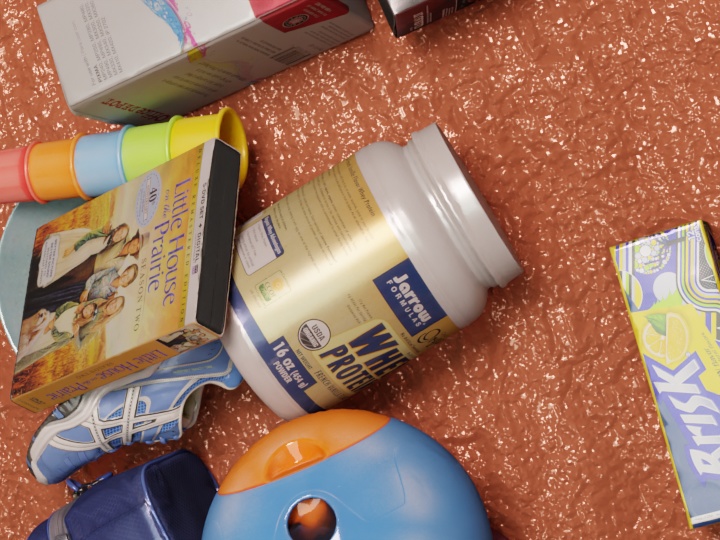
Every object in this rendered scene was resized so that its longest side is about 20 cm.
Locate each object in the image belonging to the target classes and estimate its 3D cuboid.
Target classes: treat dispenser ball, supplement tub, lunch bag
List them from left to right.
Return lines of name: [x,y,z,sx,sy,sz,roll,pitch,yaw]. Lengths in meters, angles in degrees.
lunch bag: [-0.156,0.234,1.271,0.132,0.136,0.201,-33,82,14]
treat dispenser ball: [-0.009,0.195,1.170,0.199,0.201,0.203,0,91,16]
supplement tub: [0.000,0.000,1.214,0.199,0.144,0.145,-32,82,7]

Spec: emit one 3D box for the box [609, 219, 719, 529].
box: [0.234,0.070,1.196,0.070,0.064,0.202,-17,87,16]

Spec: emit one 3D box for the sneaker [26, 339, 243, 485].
sneaker: [-0.167,0.102,1.264,0.200,0.076,0.077,-41,91,23]

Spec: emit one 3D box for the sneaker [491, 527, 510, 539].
sneaker: [0.130,0.251,1.229,0.200,0.090,0.075,46,112,37]

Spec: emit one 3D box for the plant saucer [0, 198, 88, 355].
plant saucer: [-0.182,0.007,1.327,0.199,0.039,0.203,0,90,17]

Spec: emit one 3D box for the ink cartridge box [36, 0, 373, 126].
ink cartridge box: [-0.110,-0.182,1.248,0.199,0.146,0.083,-22,83,15]

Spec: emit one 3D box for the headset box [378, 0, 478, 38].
headset box: [0.065,-0.266,1.212,0.199,0.075,0.150,-24,84,0]

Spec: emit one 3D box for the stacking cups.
stacking cups: [-0.184,-0.083,1.278,0.198,0.060,0.061,-3,90,18]

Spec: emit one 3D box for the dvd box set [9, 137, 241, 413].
dvd box set: [-0.166,0.006,1.217,0.199,0.029,0.147,-22,53,38]
